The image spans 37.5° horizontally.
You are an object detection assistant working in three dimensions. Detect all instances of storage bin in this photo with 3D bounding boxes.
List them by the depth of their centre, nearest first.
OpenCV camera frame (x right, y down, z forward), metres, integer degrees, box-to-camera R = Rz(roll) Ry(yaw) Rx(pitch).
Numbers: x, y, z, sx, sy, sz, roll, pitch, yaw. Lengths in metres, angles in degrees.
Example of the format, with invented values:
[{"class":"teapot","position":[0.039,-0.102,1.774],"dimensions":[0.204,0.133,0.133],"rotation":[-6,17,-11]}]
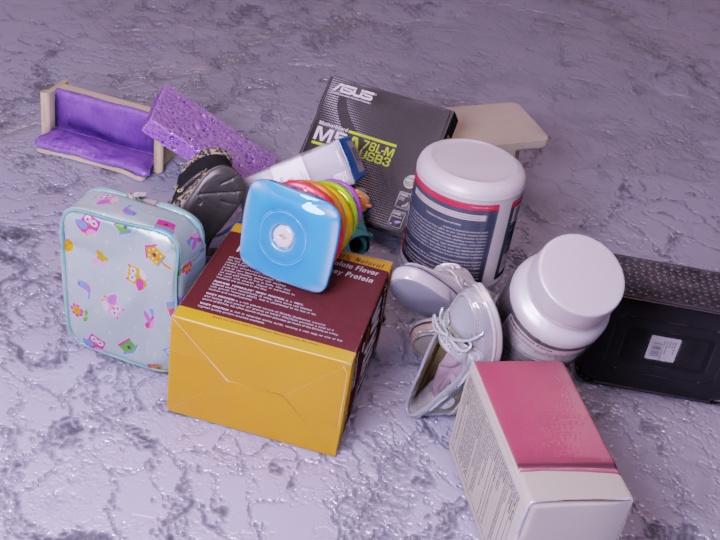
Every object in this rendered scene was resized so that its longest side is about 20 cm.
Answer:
[{"class":"storage bin","position":[0.370,0.072,1.299],"dimensions":[0.199,0.135,0.094],"rotation":[10,34,0]}]

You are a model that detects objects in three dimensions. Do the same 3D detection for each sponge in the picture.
[{"class":"sponge","position":[-0.217,-0.184,1.542],"dimensions":[0.200,0.030,0.112],"rotation":[33,31,-18]}]

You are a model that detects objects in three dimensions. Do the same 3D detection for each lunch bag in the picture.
[{"class":"lunch bag","position":[-0.258,0.005,1.187],"dimensions":[0.160,0.200,0.077],"rotation":[17,33,14]}]

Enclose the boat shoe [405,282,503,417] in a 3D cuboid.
[{"class":"boat shoe","position":[0.100,0.094,1.148],"dimensions":[0.065,0.202,0.075],"rotation":[-12,55,-24]}]

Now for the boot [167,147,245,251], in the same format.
[{"class":"boot","position":[-0.225,-0.066,1.354],"dimensions":[0.073,0.204,0.154],"rotation":[39,10,-21]}]

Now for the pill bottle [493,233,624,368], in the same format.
[{"class":"pill bottle","position":[0.203,0.049,1.156],"dimensions":[0.113,0.200,0.114],"rotation":[6,61,-11]}]

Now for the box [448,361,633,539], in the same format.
[{"class":"box","position":[0.174,0.202,1.071],"dimensions":[0.109,0.128,0.200],"rotation":[1,36,-14]}]

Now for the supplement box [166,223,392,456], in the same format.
[{"class":"supplement box","position":[-0.087,0.071,1.192],"dimensions":[0.197,0.133,0.200],"rotation":[14,35,7]}]

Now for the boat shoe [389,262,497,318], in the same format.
[{"class":"boat shoe","position":[0.104,0.024,1.281],"dimensions":[0.073,0.200,0.066],"rotation":[-1,68,35]}]

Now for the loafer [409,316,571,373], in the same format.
[{"class":"loafer","position":[0.154,0.108,1.260],"dimensions":[0.199,0.072,0.063],"rotation":[13,42,0]}]

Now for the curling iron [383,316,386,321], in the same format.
[{"class":"curling iron","position":[0.000,0.000,1.411],"dimensions":[0.049,0.026,0.200],"rotation":[-5,37,-15]}]

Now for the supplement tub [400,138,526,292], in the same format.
[{"class":"supplement tub","position":[0.128,-0.055,1.368],"dimensions":[0.140,0.200,0.140],"rotation":[7,34,-4]}]

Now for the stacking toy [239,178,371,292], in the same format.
[{"class":"stacking toy","position":[-0.039,-0.063,1.209],"dimensions":[0.116,0.110,0.200],"rotation":[22,25,20]}]

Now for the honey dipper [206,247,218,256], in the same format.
[{"class":"honey dipper","position":[-0.206,-0.024,1.394],"dimensions":[0.199,0.038,0.038],"rotation":[2,35,-3]}]

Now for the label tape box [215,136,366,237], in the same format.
[{"class":"label tape box","position":[-0.100,-0.113,1.403],"dimensions":[0.200,0.066,0.143],"rotation":[-19,7,9]}]

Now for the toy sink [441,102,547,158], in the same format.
[{"class":"toy sink","position":[0.167,-0.175,1.631],"dimensions":[0.199,0.112,0.130],"rotation":[-8,38,-16]}]

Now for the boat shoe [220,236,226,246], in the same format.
[{"class":"boat shoe","position":[-0.090,0.013,1.345],"dimensions":[0.200,0.060,0.076],"rotation":[19,7,13]}]

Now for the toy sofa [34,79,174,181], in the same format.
[{"class":"toy sofa","position":[-0.379,-0.210,1.573],"dimensions":[0.199,0.083,0.098],"rotation":[16,34,10]}]

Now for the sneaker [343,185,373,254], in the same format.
[{"class":"sneaker","position":[-0.022,-0.049,1.398],"dimensions":[0.080,0.078,0.200],"rotation":[34,29,1]}]

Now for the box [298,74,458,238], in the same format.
[{"class":"box","position":[0.015,-0.164,1.523],"dimensions":[0.200,0.194,0.048],"rotation":[20,-5,18]}]
